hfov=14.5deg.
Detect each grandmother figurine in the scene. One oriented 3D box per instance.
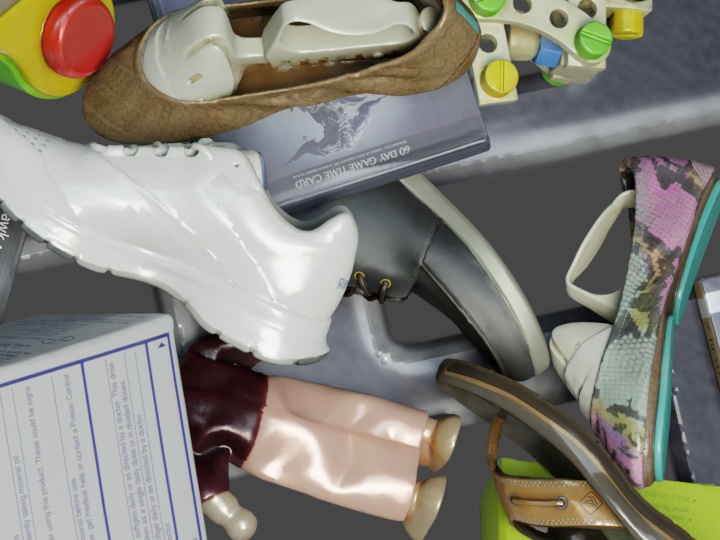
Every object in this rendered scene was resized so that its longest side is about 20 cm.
[{"bbox_3d":[-0.055,0.078,1.424,0.199,0.061,0.122,19,53,-6],"label":"grandmother figurine"}]

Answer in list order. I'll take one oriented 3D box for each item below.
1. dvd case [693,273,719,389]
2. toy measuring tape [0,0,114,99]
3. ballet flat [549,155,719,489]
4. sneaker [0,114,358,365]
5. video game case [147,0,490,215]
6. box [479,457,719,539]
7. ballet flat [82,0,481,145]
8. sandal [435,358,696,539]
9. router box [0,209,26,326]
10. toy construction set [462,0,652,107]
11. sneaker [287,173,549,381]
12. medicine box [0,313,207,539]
[{"bbox_3d":[0.271,0.084,1.509,0.148,0.016,0.201,-14,87,-12],"label":"dvd case"},{"bbox_3d":[-0.181,-0.098,1.394,0.074,0.074,0.200,49,60,-4],"label":"toy measuring tape"},{"bbox_3d":[0.136,0.023,1.445,0.071,0.069,0.201,10,55,9],"label":"ballet flat"},{"bbox_3d":[-0.092,-0.031,1.357,0.199,0.075,0.087,26,99,-5],"label":"sneaker"},{"bbox_3d":[-0.031,-0.130,1.423,0.142,0.019,0.201,-18,70,0],"label":"video game case"},{"bbox_3d":[0.122,0.195,1.407,0.121,0.048,0.201,8,56,-9],"label":"box"},{"bbox_3d":[-0.041,-0.108,1.369,0.199,0.072,0.068,-7,69,4],"label":"ballet flat"},{"bbox_3d":[0.105,0.118,1.393,0.055,0.082,0.200,-43,81,-9],"label":"sandal"},{"bbox_3d":[-0.252,0.025,1.387,0.149,0.051,0.201,17,81,-11],"label":"router box"},{"bbox_3d":[0.091,-0.178,1.466,0.130,0.092,0.201,3,95,-11],"label":"toy construction set"},{"bbox_3d":[0.000,0.000,1.437,0.106,0.075,0.200,-41,84,-9],"label":"sneaker"},{"bbox_3d":[-0.174,0.128,1.307,0.200,0.103,0.183,-17,102,-46],"label":"medicine box"}]
